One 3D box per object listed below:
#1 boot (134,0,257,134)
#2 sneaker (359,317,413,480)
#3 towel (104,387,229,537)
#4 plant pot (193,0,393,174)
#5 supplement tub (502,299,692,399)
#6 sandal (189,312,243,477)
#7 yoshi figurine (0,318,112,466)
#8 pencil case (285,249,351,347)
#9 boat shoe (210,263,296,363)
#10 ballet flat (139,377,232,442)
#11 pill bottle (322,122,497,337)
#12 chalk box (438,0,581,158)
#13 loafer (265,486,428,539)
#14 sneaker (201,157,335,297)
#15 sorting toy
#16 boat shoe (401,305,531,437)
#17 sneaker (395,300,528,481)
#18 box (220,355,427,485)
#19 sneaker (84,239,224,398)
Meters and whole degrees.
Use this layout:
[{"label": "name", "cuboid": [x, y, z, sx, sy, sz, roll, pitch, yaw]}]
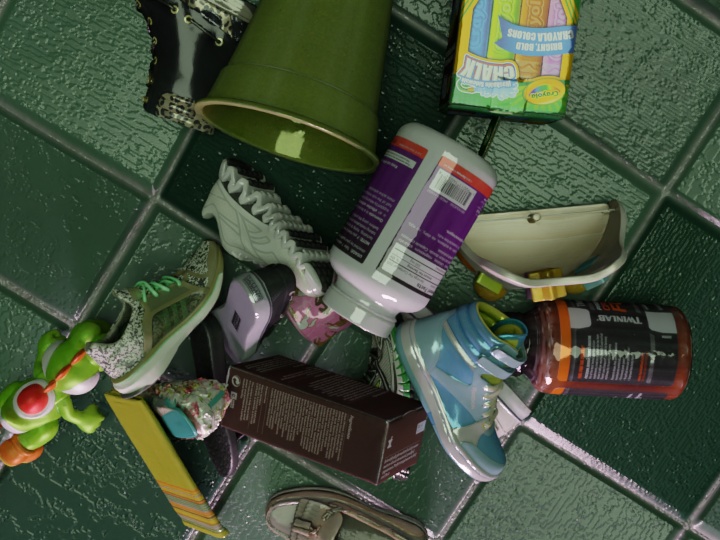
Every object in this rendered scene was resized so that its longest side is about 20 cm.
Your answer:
[{"label": "boot", "cuboid": [-0.223, -0.250, 0.932, 0.203, 0.073, 0.154, 21, 100, -1]}, {"label": "sneaker", "cuboid": [0.018, 0.143, 0.976, 0.085, 0.078, 0.201, 2, 98, 1]}, {"label": "towel", "cuboid": [-0.217, 0.218, 0.969, 0.018, 0.086, 0.200, -41, 116, -37]}, {"label": "plant pot", "cuboid": [-0.049, -0.223, 0.890, 0.200, 0.200, 0.190, 17, 84, -1]}, {"label": "supplement tub", "cuboid": [0.254, 0.086, 0.951, 0.199, 0.107, 0.107, 3, 97, 0]}, {"label": "sandal", "cuboid": [-0.154, 0.144, 0.981, 0.048, 0.075, 0.201, -14, 110, -32]}, {"label": "yoshi figurine", "cuboid": [-0.341, 0.127, 0.982, 0.200, 0.112, 0.112, -42, 132, 18]}, {"label": "pencil case", "cuboid": [0.000, 0.000, 0.957, 0.200, 0.087, 0.083, -37, 139, 5]}, {"label": "boat shoe", "cuboid": [-0.114, 0.048, 0.922, 0.057, 0.200, 0.069, -27, 81, -25]}, {"label": "ballet flat", "cuboid": [-0.199, 0.151, 0.949, 0.064, 0.200, 0.076, -41, 109, -31]}, {"label": "pill bottle", "cuboid": [0.044, -0.038, 0.856, 0.112, 0.112, 0.200, 30, 94, -3]}, {"label": "chalk box", "cuboid": [0.153, -0.217, 0.905, 0.124, 0.125, 0.201, 6, 99, 0]}, {"label": "loafer", "cuboid": [-0.016, 0.305, 1.004, 0.199, 0.063, 0.072, 13, 98, -1]}, {"label": "sneaker", "cuboid": [-0.102, -0.034, 0.934, 0.081, 0.075, 0.200, -50, 60, 15]}, {"label": "sorting toy", "cuboid": [0.194, -0.011, 0.902, 0.199, 0.180, 0.107, -5, 97, 2]}, {"label": "boat shoe", "cuboid": [0.105, 0.114, 0.978, 0.070, 0.071, 0.200, -44, 101, 3]}, {"label": "sneaker", "cuboid": [0.134, 0.123, 0.898, 0.130, 0.080, 0.200, -25, 103, 23]}, {"label": "box", "cuboid": [-0.040, 0.155, 0.921, 0.200, 0.100, 0.075, 13, 98, 28]}, {"label": "sneaker", "cuboid": [-0.221, 0.036, 0.927, 0.089, 0.077, 0.200, 46, 62, -31]}]
